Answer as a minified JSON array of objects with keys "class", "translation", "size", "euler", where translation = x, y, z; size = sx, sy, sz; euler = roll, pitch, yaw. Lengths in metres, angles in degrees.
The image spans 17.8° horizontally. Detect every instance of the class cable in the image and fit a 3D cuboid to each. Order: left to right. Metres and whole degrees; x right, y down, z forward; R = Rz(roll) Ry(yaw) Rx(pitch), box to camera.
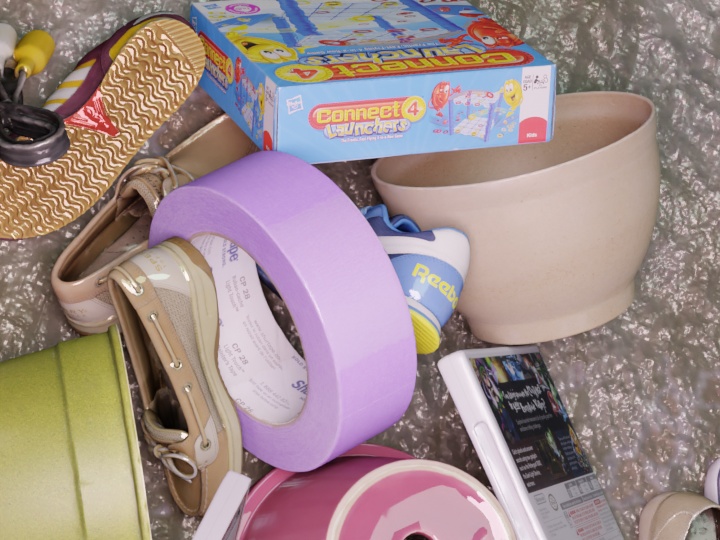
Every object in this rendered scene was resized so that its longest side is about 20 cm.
[{"class":"cable","translation":[-0.244,-0.119,1.517],"size":[0.097,0.200,0.050],"euler":[-9,112,-9]}]

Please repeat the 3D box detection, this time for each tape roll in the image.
[{"class":"tape roll","translation":[-0.053,0.027,1.483],"size":[0.066,0.200,0.200],"euler":[-26,83,-32]}]

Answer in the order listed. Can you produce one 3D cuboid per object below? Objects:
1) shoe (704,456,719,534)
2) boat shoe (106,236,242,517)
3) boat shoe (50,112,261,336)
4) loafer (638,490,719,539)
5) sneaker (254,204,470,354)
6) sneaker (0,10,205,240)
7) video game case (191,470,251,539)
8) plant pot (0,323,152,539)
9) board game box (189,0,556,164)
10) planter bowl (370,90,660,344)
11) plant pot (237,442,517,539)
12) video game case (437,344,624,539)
[{"class":"shoe","translation":[0.317,0.214,1.630],"size":[0.071,0.091,0.200],"euler":[-20,81,-22]},{"class":"boat shoe","translation":[-0.124,0.078,1.497],"size":[0.063,0.073,0.201],"euler":[-24,125,-33]},{"class":"boat shoe","translation":[-0.131,-0.042,1.563],"size":[0.071,0.065,0.200],"euler":[24,64,31]},{"class":"loafer","translation":[0.233,0.249,1.605],"size":[0.076,0.068,0.200],"euler":[0,74,-18]},{"class":"sneaker","translation":[0.000,0.000,1.544],"size":[0.074,0.200,0.082],"euler":[41,72,-38]},{"class":"sneaker","translation":[-0.187,-0.098,1.579],"size":[0.200,0.090,0.075],"euler":[-40,106,1]},{"class":"video game case","translation":[-0.114,0.232,1.410],"size":[0.017,0.200,0.143],"euler":[22,48,6]},{"class":"plant pot","translation":[-0.233,0.146,1.434],"size":[0.193,0.200,0.200],"euler":[-8,76,-7]},{"class":"board game box","translation":[0.004,-0.137,1.584],"size":[0.200,0.196,0.056],"euler":[-7,114,-20]},{"class":"planter bowl","translation":[0.120,-0.030,1.600],"size":[0.200,0.200,0.135],"euler":[-21,107,-22]},{"class":"plant pot","translation":[0.013,0.201,1.489],"size":[0.200,0.179,0.200],"euler":[5,74,-16]},{"class":"video game case","translation":[0.122,0.137,1.551],"size":[0.023,0.200,0.182],"euler":[-26,81,17]}]
